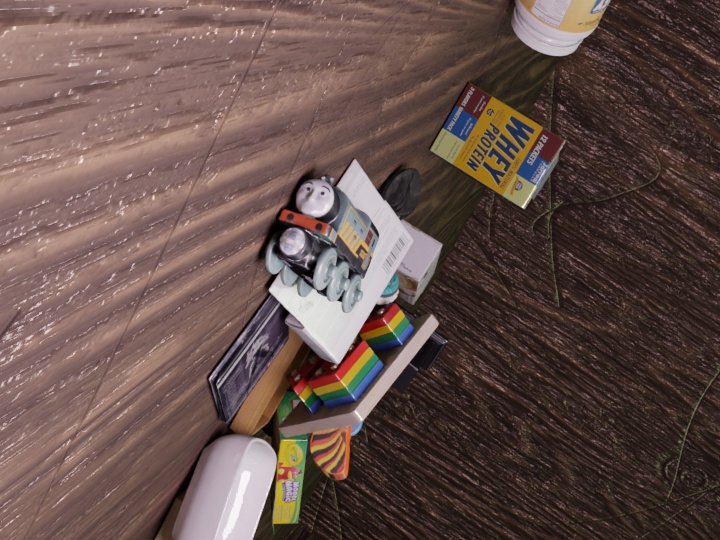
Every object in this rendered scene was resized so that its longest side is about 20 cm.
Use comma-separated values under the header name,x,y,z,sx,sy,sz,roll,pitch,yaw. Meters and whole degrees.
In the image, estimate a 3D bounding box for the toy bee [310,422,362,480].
name,x,y,z,sx,sy,sz,roll,pitch,yaw
toy bee,-0.048,0.217,1.360,0.201,0.107,0.132,-67,162,-45

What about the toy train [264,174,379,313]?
name,x,y,z,sx,sy,sz,roll,pitch,yaw
toy train,-0.037,-0.028,0.962,0.200,0.084,0.116,47,62,-69

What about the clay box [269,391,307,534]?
name,x,y,z,sx,sy,sz,roll,pitch,yaw
clay box,-0.118,0.308,1.397,0.115,0.047,0.203,-105,-161,-57

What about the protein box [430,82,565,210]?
name,x,y,z,sx,sy,sz,roll,pitch,yaw
protein box,0.251,-0.217,1.587,0.136,0.197,0.200,-59,171,8

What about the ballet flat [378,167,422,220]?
name,x,y,z,sx,sy,sz,roll,pitch,yaw
ballet flat,0.032,-0.089,1.323,0.056,0.067,0.201,-6,-143,47

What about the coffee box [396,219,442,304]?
name,x,y,z,sx,sy,sz,roll,pitch,yaw
coffee box,0.072,-0.019,1.547,0.080,0.113,0.200,-56,172,-11

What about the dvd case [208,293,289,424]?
name,x,y,z,sx,sy,sz,roll,pitch,yaw
dvd case,-0.137,0.109,1.115,0.150,0.016,0.201,-55,171,-22

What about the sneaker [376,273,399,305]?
name,x,y,z,sx,sy,sz,roll,pitch,yaw
sneaker,0.000,0.000,1.212,0.199,0.077,0.081,9,104,-59

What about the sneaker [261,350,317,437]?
name,x,y,z,sx,sy,sz,roll,pitch,yaw
sneaker,-0.097,0.189,1.457,0.202,0.070,0.076,-60,176,17

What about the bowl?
name,x,y,z,sx,sy,sz,roll,pitch,yaw
bowl,-0.193,0.329,1.231,0.200,0.073,0.203,71,36,-67

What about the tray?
name,x,y,z,sx,sy,sz,roll,pitch,yaw
tray,-0.118,0.146,1.295,0.202,0.037,0.099,-59,172,12

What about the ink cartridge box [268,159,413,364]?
name,x,y,z,sx,sy,sz,roll,pitch,yaw
ink cartridge box,-0.030,-0.011,1.099,0.202,0.043,0.174,-58,136,-17

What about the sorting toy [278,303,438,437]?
name,x,y,z,sx,sy,sz,roll,pitch,yaw
sorting toy,-0.019,0.129,1.223,0.198,0.070,0.200,-24,-161,52

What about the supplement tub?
name,x,y,z,sx,sy,sz,roll,pitch,yaw
supplement tub,0.326,-0.453,1.362,0.145,0.144,0.201,-51,169,-36

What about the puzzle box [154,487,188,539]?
name,x,y,z,sx,sy,sz,roll,pitch,yaw
puzzle box,-0.275,0.394,1.302,0.202,0.025,0.133,-61,171,15

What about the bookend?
name,x,y,z,sx,sy,sz,roll,pitch,yaw
bookend,0.026,0.153,1.599,0.200,0.197,0.093,-48,170,-46
